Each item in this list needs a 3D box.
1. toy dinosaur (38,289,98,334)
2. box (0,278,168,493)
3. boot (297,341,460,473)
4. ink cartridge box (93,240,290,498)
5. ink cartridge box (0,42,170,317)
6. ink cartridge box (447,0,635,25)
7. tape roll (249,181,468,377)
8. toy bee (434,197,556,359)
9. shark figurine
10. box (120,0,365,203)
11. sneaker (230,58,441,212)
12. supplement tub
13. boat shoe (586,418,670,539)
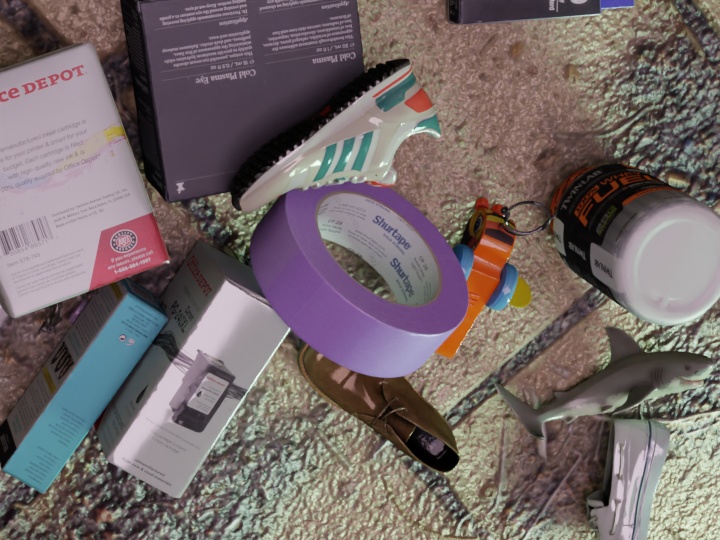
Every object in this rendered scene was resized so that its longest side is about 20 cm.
[{"bbox_3d":[-0.284,-0.001,1.678,0.200,0.047,0.088,-34,107,-9],"label":"toy dinosaur"},{"bbox_3d":[-0.260,0.101,1.694,0.049,0.082,0.200,34,94,-23],"label":"box"},{"bbox_3d":[0.024,0.130,1.799,0.200,0.075,0.074,38,94,-23],"label":"boot"},{"bbox_3d":[-0.157,0.086,1.688,0.083,0.145,0.200,32,95,-21],"label":"ink cartridge box"},{"bbox_3d":[-0.272,-0.080,1.582,0.145,0.145,0.200,-20,98,-12],"label":"ink cartridge box"},{"bbox_3d":[0.178,-0.335,1.725,0.200,0.043,0.198,-7,108,-17],"label":"ink cartridge box"},{"bbox_3d":[0.000,0.000,1.672,0.200,0.200,0.066,26,126,-23],"label":"tape roll"},{"bbox_3d":[0.123,-0.012,1.784,0.200,0.109,0.131,-35,120,24],"label":"toy bee"},{"bbox_3d":[0.248,0.106,1.877,0.214,0.128,0.090,-17,86,6],"label":"shark figurine"},{"bbox_3d":[-0.102,-0.175,1.650,0.200,0.104,0.182,-11,108,-14],"label":"box"},{"bbox_3d":[-0.016,-0.096,1.606,0.200,0.070,0.093,-38,108,-7],"label":"sneaker"},{"bbox_3d":[0.262,-0.031,1.757,0.122,0.200,0.123,-5,107,-16],"label":"supplement tub"},{"bbox_3d":[0.267,0.249,1.924,0.067,0.074,0.200,12,93,-6],"label":"boat shoe"}]
